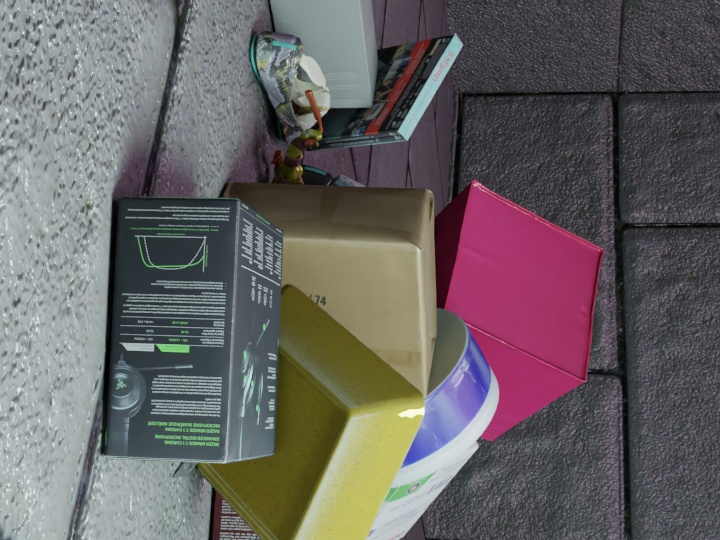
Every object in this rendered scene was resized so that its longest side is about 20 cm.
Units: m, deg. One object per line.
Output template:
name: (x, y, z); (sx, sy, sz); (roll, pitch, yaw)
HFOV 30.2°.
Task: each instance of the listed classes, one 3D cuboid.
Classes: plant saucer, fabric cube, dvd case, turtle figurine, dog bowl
plant saucer: (-0.059, 0.140, 1.103); (0.048, 0.200, 0.201); (7, 113, -45)
fabric cube: (0.146, 0.051, 1.587); (0.199, 0.196, 0.201); (-45, -157, 51)
dvd case: (0.021, -0.208, 1.580); (0.022, 0.200, 0.146); (42, 66, -31)
turtle figurine: (-0.071, -0.078, 1.415); (0.162, 0.064, 0.201); (-104, -158, -45)
dog bowl: (0.037, 0.129, 1.373); (0.079, 0.199, 0.200); (61, 21, -26)

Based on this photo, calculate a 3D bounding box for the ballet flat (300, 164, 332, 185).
ballet flat: (-0.050, -0.039, 1.589); (0.068, 0.068, 0.201); (-84, 171, -45)

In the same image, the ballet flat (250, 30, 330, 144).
ballet flat: (-0.068, -0.192, 1.448); (0.200, 0.072, 0.072); (71, 21, -68)

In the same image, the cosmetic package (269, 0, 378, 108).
cosmetic package: (-0.041, -0.283, 1.506); (0.090, 0.106, 0.201); (-82, 171, -45)

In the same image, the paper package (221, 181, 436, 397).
paper package: (-0.030, 0.019, 1.276); (0.104, 0.199, 0.191); (-76, 165, -55)

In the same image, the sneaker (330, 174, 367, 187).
sneaker: (-0.002, -0.075, 1.607); (0.075, 0.200, 0.089); (-51, 135, -20)

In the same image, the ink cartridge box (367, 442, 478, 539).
ink cartridge box: (0.031, 0.265, 1.637); (0.146, 0.084, 0.200); (-16, 148, -48)

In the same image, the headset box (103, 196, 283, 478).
headset box: (-0.120, 0.056, 1.009); (0.174, 0.092, 0.201); (33, 58, -81)

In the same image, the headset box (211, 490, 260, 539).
headset box: (-0.092, 0.257, 1.287); (0.149, 0.077, 0.201); (61, 30, -75)
